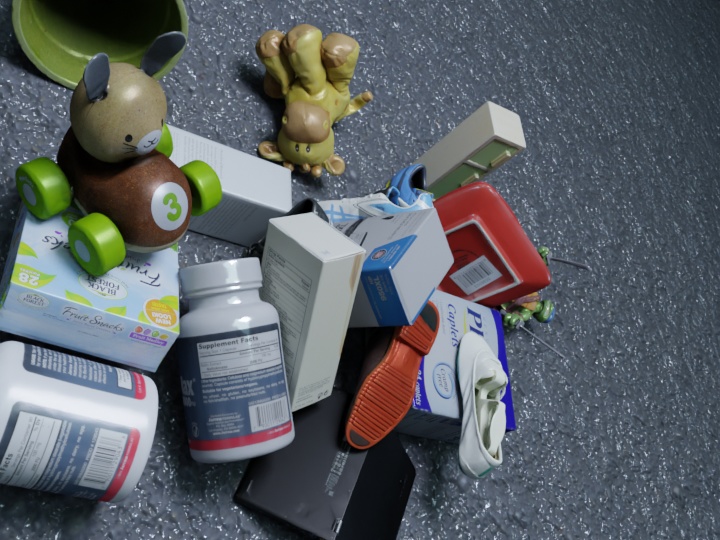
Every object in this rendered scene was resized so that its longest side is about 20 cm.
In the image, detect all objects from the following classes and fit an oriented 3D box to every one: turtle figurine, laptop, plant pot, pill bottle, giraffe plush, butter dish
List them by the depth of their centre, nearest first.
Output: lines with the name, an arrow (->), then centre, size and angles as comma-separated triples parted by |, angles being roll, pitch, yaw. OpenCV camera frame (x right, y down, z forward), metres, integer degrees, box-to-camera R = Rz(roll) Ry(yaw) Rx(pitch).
pill bottle -> -0.299, 0.134, 0.667 | 0.197, 0.119, 0.122 | 22, 54, -30
pill bottle -> -0.141, 0.094, 0.800 | 0.118, 0.118, 0.206 | -7, 88, -42
plant pot -> -0.324, -0.360, 0.904 | 0.196, 0.201, 0.193 | 10, 47, -36
laptop -> -0.033, 0.266, 0.913 | 0.195, 0.117, 0.189 | 21, 48, 6
giraffe plush -> -0.079, -0.230, 1.071 | 0.201, 0.168, 0.166 | 54, 43, -54
butter dish -> 0.164, -0.052, 1.094 | 0.200, 0.197, 0.149 | 50, 38, -23
turtle figurine -> 0.256, 0.018, 1.186 | 0.190, 0.147, 0.200 | 26, 6, -5

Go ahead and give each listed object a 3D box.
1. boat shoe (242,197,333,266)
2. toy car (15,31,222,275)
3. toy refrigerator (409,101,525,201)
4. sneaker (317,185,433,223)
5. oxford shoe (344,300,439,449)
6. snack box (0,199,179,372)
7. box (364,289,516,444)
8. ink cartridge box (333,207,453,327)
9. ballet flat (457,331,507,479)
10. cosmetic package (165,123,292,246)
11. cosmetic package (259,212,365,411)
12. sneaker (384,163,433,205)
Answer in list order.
boat shoe -> -0.118, -0.011, 0.899 | 0.199, 0.068, 0.057 | -43, 136, -13
toy car -> -0.216, -0.129, 0.690 | 0.157, 0.202, 0.164 | 42, 47, 11
toy refrigerator -> 0.172, -0.184, 1.203 | 0.074, 0.199, 0.072 | 13, 58, -35
sneaker -> 0.017, -0.084, 1.030 | 0.071, 0.195, 0.075 | 4, 94, -59
oxford shoe -> 0.031, 0.128, 0.918 | 0.071, 0.072, 0.203 | 40, 69, -24
snack box -> -0.278, -0.008, 0.767 | 0.166, 0.068, 0.203 | 22, 34, -31
box -> 0.111, 0.135, 1.042 | 0.196, 0.104, 0.189 | 18, 57, -33
ink cartridge box -> 0.000, 0.000, 0.942 | 0.145, 0.196, 0.086 | -50, 124, -45
ballet flat -> 0.165, 0.168, 0.952 | 0.068, 0.069, 0.205 | 26, 53, -27
cosmetic package -> -0.193, -0.103, 0.914 | 0.196, 0.101, 0.073 | 17, 55, -34
cosmetic package -> -0.069, 0.048, 0.855 | 0.070, 0.204, 0.104 | -14, 39, -44
sneaker -> 0.077, -0.080, 1.152 | 0.065, 0.078, 0.205 | 24, 55, -31
